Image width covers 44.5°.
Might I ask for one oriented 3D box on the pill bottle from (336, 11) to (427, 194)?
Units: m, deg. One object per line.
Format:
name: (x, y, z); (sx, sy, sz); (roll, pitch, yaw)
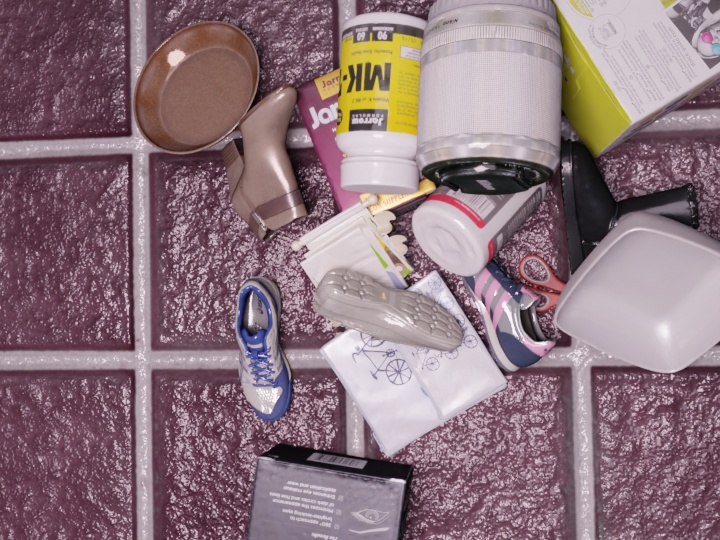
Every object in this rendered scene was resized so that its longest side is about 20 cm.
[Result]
pill bottle: (0.029, -0.197, 1.062); (0.114, 0.114, 0.201); (2, 88, 8)

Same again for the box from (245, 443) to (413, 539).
box: (-0.043, 0.348, 1.162); (0.196, 0.117, 0.201); (8, 89, 8)

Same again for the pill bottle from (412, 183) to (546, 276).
pill bottle: (0.165, -0.095, 1.114); (0.111, 0.111, 0.200); (42, 64, 7)

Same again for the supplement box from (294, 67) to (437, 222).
supplement box: (0.011, -0.167, 1.173); (0.131, 0.103, 0.201); (-24, 85, 8)

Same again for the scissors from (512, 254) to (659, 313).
scissors: (0.290, 0.043, 1.174); (0.199, 0.014, 0.073); (24, 90, 7)

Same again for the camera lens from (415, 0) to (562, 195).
camera lens: (0.144, -0.193, 0.985); (0.159, 0.160, 0.201); (2, 83, 8)

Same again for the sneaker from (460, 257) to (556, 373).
sneaker: (0.190, 0.026, 1.144); (0.082, 0.070, 0.201); (-29, 81, 36)

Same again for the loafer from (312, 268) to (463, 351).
loafer: (0.035, 0.060, 1.136); (0.199, 0.070, 0.070); (23, 133, -7)

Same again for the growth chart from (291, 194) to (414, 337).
growth chart: (0.000, 0.000, 1.155); (0.144, 0.018, 0.200); (-24, 128, 3)

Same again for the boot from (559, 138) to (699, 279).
boot: (0.339, -0.081, 1.112); (0.162, 0.073, 0.199); (-6, 115, 15)

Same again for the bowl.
bowl: (0.360, 0.020, 1.081); (0.199, 0.075, 0.200); (24, 131, -8)

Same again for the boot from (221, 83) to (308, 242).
boot: (-0.112, -0.133, 1.167); (0.200, 0.070, 0.147); (-38, 78, 50)

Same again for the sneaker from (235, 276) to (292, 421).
sneaker: (-0.142, 0.109, 1.198); (0.075, 0.088, 0.201); (-9, 89, 6)

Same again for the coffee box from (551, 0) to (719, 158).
coffee box: (0.332, -0.285, 1.071); (0.197, 0.200, 0.200); (-31, 85, 0)

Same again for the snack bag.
snack bag: (0.067, 0.127, 1.182); (0.200, 0.021, 0.189); (-32, 96, 7)

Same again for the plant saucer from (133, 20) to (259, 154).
plant saucer: (-0.222, -0.248, 1.220); (0.200, 0.037, 0.201); (-6, 72, 20)
